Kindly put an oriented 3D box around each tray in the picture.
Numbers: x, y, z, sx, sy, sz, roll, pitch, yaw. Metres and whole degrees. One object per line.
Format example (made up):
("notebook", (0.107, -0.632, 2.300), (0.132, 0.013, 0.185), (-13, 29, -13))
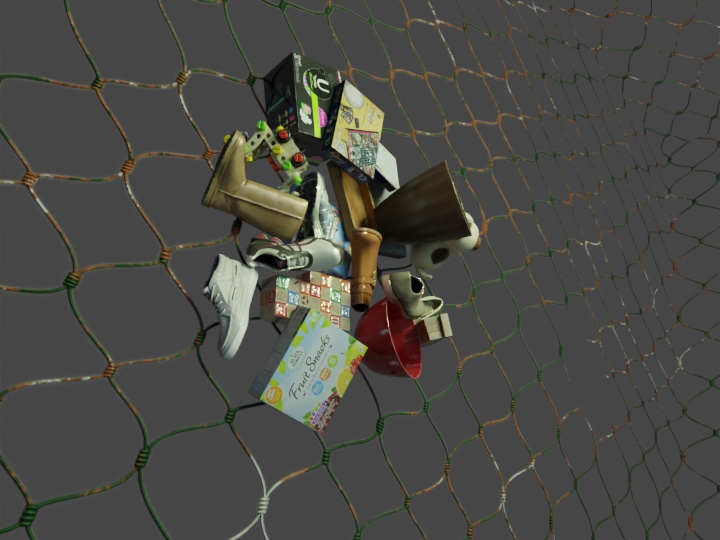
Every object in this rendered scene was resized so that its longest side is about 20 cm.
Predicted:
("tray", (-0.014, -0.171, 1.385), (0.098, 0.037, 0.201), (0, 68, -48))

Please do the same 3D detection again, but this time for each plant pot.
("plant pot", (0.140, -0.136, 1.357), (0.187, 0.199, 0.188), (-20, 90, -77))

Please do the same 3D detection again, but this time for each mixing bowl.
("mixing bowl", (0.054, 0.160, 1.304), (0.200, 0.108, 0.201), (54, 26, -41))

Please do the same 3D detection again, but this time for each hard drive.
("hard drive", (0.054, -0.136, 1.481), (0.139, 0.033, 0.201), (9, 70, -42))

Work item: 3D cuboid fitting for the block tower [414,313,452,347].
("block tower", (0.165, 0.149, 1.378), (0.058, 0.200, 0.054), (-11, 77, -10))

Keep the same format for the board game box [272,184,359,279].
("board game box", (-0.096, -0.090, 1.318), (0.200, 0.037, 0.152), (33, 55, -30))

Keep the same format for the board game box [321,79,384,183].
("board game box", (-0.014, -0.316, 1.303), (0.135, 0.035, 0.201), (32, 54, -35))

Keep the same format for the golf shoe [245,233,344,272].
("golf shoe", (-0.134, -0.022, 1.162), (0.088, 0.199, 0.078), (-86, 179, -62))

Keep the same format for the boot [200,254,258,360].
("boot", (-0.264, 0.066, 1.089), (0.095, 0.073, 0.201), (27, 50, -28))

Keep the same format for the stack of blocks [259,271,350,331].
("stack of blocks", (-0.115, 0.063, 1.231), (0.199, 0.058, 0.116), (17, 65, -39))

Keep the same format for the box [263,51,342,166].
("box", (-0.127, -0.367, 1.323), (0.148, 0.124, 0.201), (6, 71, -42))

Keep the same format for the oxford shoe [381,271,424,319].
("oxford shoe", (0.116, 0.059, 1.289), (0.200, 0.074, 0.071), (39, 35, -58))

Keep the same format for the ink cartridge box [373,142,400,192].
("ink cartridge box", (0.021, -0.290, 1.443), (0.199, 0.041, 0.200), (41, 25, -27))

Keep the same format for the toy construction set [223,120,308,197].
("toy construction set", (-0.187, -0.228, 1.213), (0.131, 0.092, 0.200), (-33, 94, -1))

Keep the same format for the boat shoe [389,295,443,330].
("boat shoe", (0.130, 0.107, 1.450), (0.199, 0.062, 0.072), (-15, 89, -44))

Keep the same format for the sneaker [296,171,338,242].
("sneaker", (-0.093, -0.116, 1.261), (0.086, 0.077, 0.201), (4, 84, -47))

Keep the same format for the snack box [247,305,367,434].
("snack box", (-0.103, 0.199, 1.150), (0.169, 0.068, 0.201), (39, 71, -29))

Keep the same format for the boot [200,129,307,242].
("boot", (-0.198, -0.167, 1.154), (0.199, 0.176, 0.066), (21, 25, -23))

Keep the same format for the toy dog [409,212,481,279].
("toy dog", (0.216, -0.086, 1.500), (0.139, 0.200, 0.195), (36, 53, -29))

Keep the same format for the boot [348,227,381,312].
("boot", (0.000, 0.000, 1.301), (0.076, 0.200, 0.156), (8, 70, 2))
